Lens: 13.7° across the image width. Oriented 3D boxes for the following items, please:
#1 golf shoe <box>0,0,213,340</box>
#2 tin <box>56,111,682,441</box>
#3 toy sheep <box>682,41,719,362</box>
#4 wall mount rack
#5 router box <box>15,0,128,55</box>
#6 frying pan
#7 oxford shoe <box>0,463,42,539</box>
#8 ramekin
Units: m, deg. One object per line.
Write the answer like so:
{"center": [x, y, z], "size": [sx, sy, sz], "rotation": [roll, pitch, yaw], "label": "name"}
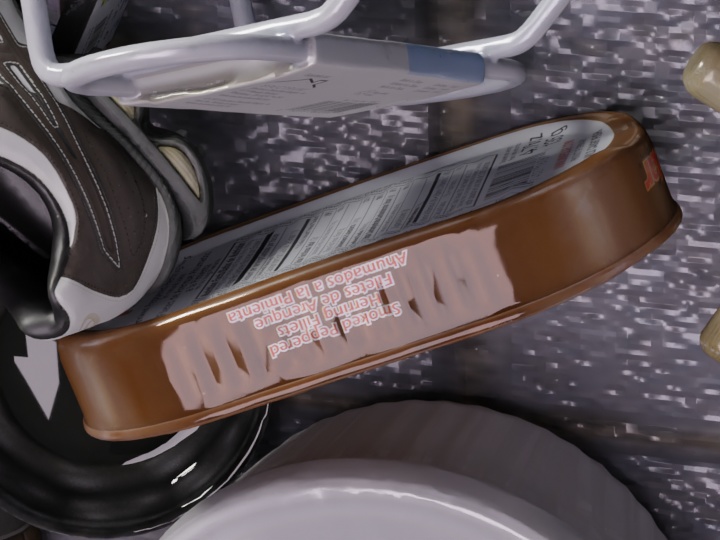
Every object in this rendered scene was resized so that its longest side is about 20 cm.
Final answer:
{"center": [-0.138, -0.058, 0.896], "size": [0.200, 0.095, 0.078], "rotation": [37, 127, -1], "label": "golf shoe"}
{"center": [0.000, 0.000, 0.925], "size": [0.200, 0.112, 0.042], "rotation": [-19, 98, 14], "label": "tin"}
{"center": [0.175, -0.004, 0.865], "size": [0.200, 0.138, 0.138], "rotation": [31, 121, -17], "label": "toy sheep"}
{"center": [0.005, -0.090, 0.856], "size": [0.173, 0.200, 0.075], "rotation": [-10, 86, 30], "label": "wall mount rack"}
{"center": [-0.121, -0.160, 0.924], "size": [0.149, 0.051, 0.200], "rotation": [29, 121, 2], "label": "router box"}
{"center": [-0.120, 0.052, 1.006], "size": [0.190, 0.031, 0.115], "rotation": [-27, 108, 4], "label": "frying pan"}
{"center": [-0.211, 0.098, 1.065], "size": [0.200, 0.073, 0.085], "rotation": [7, 118, 14], "label": "oxford shoe"}
{"center": [0.022, 0.135, 0.998], "size": [0.202, 0.094, 0.203], "rotation": [7, 117, 13], "label": "ramekin"}
